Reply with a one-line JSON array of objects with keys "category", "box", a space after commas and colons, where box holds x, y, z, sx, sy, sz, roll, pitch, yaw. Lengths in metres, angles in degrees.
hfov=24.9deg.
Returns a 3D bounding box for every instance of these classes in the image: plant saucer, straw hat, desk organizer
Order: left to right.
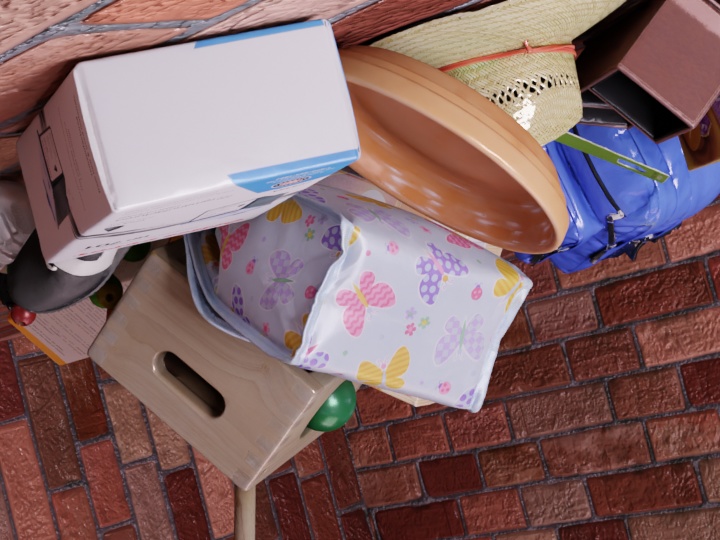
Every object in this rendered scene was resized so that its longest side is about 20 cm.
[{"category": "plant saucer", "box": [0.045, -0.079, 1.011, 0.038, 0.200, 0.200, -58, -171, -12]}, {"category": "straw hat", "box": [0.094, -0.118, 1.059, 0.201, 0.085, 0.201, -15, 177, -1]}, {"category": "desk organizer", "box": [0.193, -0.132, 1.140, 0.077, 0.072, 0.200, -53, -175, -10]}]

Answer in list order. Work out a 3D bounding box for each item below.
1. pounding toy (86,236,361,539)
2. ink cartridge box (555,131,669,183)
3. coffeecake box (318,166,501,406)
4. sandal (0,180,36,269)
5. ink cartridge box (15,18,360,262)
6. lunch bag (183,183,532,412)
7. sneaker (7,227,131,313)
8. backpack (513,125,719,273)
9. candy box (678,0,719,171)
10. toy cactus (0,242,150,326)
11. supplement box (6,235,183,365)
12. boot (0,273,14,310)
[{"category": "pounding toy", "box": [-0.085, 0.087, 1.203, 0.142, 0.200, 0.184, -54, 170, 24]}, {"category": "ink cartridge box", "box": [0.124, -0.074, 1.229, 0.200, 0.076, 0.148, 22, -177, 8]}, {"category": "coffeecake box", "box": [0.000, 0.000, 1.313, 0.200, 0.154, 0.073, 22, -168, 28]}, {"category": "sandal", "box": [-0.314, -0.020, 1.213, 0.202, 0.083, 0.050, -17, -140, 19]}, {"category": "ink cartridge box", "box": [-0.106, -0.071, 0.940, 0.146, 0.086, 0.200, -14, 176, -22]}, {"category": "lunch bag", "box": [-0.015, 0.006, 1.110, 0.169, 0.127, 0.200, 16, -169, -37]}, {"category": "sneaker", "box": [-0.187, -0.044, 1.106, 0.200, 0.074, 0.088, -39, 153, 23]}, {"category": "backpack", "box": [0.217, -0.086, 1.434, 0.168, 0.163, 0.200, -31, 180, -28]}, {"category": "candy box", "box": [0.272, -0.146, 1.147, 0.056, 0.117, 0.200, -17, 178, -13]}, {"category": "toy cactus", "box": [-0.231, -0.013, 1.275, 0.165, 0.102, 0.200, 0, -146, 23]}, {"category": "supplement box", "box": [-0.197, -0.003, 1.408, 0.200, 0.074, 0.126, -16, -140, 40]}, {"category": "boot", "box": [-0.243, -0.005, 1.582, 0.200, 0.077, 0.168, 24, -140, 11]}]
